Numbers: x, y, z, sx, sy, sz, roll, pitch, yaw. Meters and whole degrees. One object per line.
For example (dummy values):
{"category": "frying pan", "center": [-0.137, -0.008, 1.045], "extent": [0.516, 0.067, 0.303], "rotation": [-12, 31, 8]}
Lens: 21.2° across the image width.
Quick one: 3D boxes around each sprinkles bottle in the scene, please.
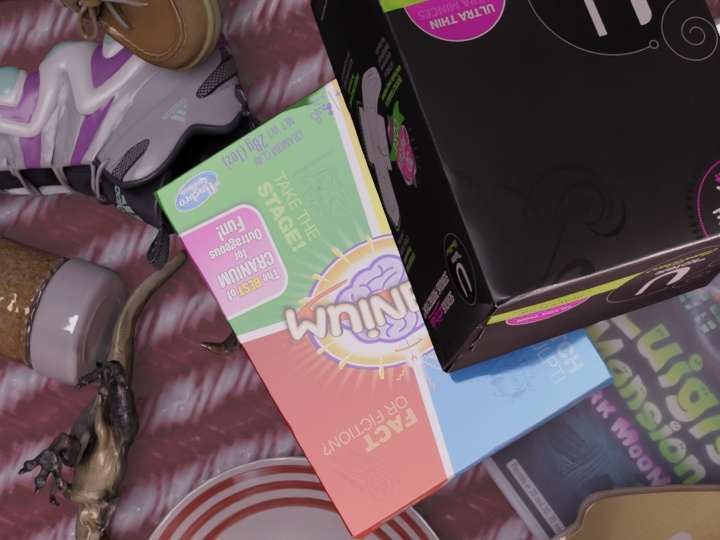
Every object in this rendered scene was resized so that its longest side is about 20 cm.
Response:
{"category": "sprinkles bottle", "center": [-0.234, 0.003, 1.088], "extent": [0.199, 0.068, 0.069], "rotation": [18, 92, 13]}

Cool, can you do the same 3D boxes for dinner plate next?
{"category": "dinner plate", "center": [-0.034, 0.203, 1.057], "extent": [0.198, 0.024, 0.202], "rotation": [-1, 87, 14]}

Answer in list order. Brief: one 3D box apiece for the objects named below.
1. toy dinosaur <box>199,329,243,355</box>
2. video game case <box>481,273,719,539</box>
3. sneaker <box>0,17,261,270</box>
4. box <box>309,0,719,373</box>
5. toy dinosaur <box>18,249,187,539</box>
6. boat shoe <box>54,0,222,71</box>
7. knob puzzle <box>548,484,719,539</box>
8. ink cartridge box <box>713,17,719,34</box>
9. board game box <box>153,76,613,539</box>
{"category": "toy dinosaur", "center": [0.000, 0.000, 1.029], "extent": [0.198, 0.086, 0.137], "rotation": [19, 86, 8]}
{"category": "video game case", "center": [0.170, 0.095, 0.987], "extent": [0.181, 0.023, 0.201], "rotation": [-35, 96, 9]}
{"category": "sneaker", "center": [-0.145, -0.053, 1.051], "extent": [0.199, 0.078, 0.141], "rotation": [-31, 67, 11]}
{"category": "box", "center": [0.081, -0.078, 0.888], "extent": [0.147, 0.124, 0.201], "rotation": [-17, 78, -12]}
{"category": "toy dinosaur", "center": [-0.141, 0.083, 1.053], "extent": [0.047, 0.088, 0.202], "rotation": [15, 92, 13]}
{"category": "boat shoe", "center": [-0.156, -0.176, 0.999], "extent": [0.200, 0.063, 0.073], "rotation": [44, 124, 7]}
{"category": "knob puzzle", "center": [0.160, 0.189, 0.977], "extent": [0.218, 0.030, 0.222], "rotation": [-3, 106, -9]}
{"category": "ink cartridge box", "center": [0.267, -0.105, 0.933], "extent": [0.198, 0.146, 0.083], "rotation": [-18, 87, 11]}
{"category": "board game box", "center": [0.011, 0.008, 0.961], "extent": [0.152, 0.040, 0.201], "rotation": [-32, 80, 2]}
